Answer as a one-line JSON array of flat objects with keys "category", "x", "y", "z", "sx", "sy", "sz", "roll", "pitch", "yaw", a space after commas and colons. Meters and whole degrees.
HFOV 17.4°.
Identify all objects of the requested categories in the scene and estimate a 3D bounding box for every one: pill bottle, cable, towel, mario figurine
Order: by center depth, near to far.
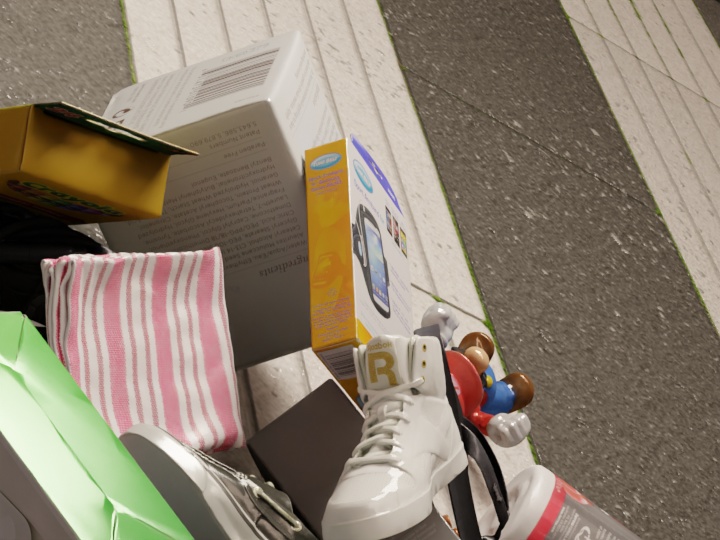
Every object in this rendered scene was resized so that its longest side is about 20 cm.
[{"category": "towel", "x": -0.140, "y": 0.059, "z": 1.584, "sx": 0.200, "sy": 0.030, "sz": 0.147, "roll": -4, "pitch": 87, "yaw": -59}, {"category": "cable", "x": -0.228, "y": 0.017, "z": 1.597, "sx": 0.199, "sy": 0.051, "sz": 0.163, "roll": -6, "pitch": 47, "yaw": -49}, {"category": "pill bottle", "x": 0.185, "y": 0.252, "z": 1.842, "sx": 0.200, "sy": 0.111, "sz": 0.111, "roll": 37, "pitch": 23, "yaw": -7}, {"category": "mario figurine", "x": 0.099, "y": 0.089, "z": 2.010, "sx": 0.123, "sy": 0.107, "sz": 0.200, "roll": 9, "pitch": 7, "yaw": 18}]

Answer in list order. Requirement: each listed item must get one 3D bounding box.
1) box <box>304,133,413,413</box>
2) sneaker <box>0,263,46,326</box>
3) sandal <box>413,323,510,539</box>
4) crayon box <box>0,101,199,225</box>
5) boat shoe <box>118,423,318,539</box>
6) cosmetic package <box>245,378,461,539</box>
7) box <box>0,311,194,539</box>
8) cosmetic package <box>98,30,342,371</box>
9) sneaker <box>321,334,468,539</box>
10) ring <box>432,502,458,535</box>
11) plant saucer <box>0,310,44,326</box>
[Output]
[{"category": "box", "x": 0.000, "y": 0.000, "z": 1.709, "sx": 0.119, "sy": 0.041, "sz": 0.201, "roll": 54, "pitch": 25, "yaw": -50}, {"category": "sneaker", "x": -0.246, "y": 0.009, "z": 1.695, "sx": 0.200, "sy": 0.076, "sz": 0.091, "roll": 36, "pitch": 17, "yaw": -12}, {"category": "sandal", "x": 0.080, "y": 0.137, "z": 1.709, "sx": 0.076, "sy": 0.043, "sz": 0.201, "roll": -101, "pitch": 179, "yaw": -81}, {"category": "crayon box", "x": -0.224, "y": -0.072, "z": 1.637, "sx": 0.127, "sy": 0.199, "sz": 0.051, "roll": 19, "pitch": 75, "yaw": -40}, {"category": "boat shoe", "x": -0.077, "y": 0.170, "z": 1.522, "sx": 0.200, "sy": 0.071, "sz": 0.064, "roll": 46, "pitch": 45, "yaw": 0}, {"category": "cosmetic package", "x": 0.011, "y": 0.187, "z": 1.686, "sx": 0.200, "sy": 0.090, "sz": 0.107, "roll": 47, "pitch": -11, "yaw": 26}, {"category": "box", "x": -0.213, "y": 0.155, "z": 1.338, "sx": 0.200, "sy": 0.177, "sz": 0.096, "roll": 50, "pitch": 25, "yaw": 24}, {"category": "cosmetic package", "x": -0.095, "y": -0.048, "z": 1.805, "sx": 0.165, "sy": 0.164, "sz": 0.201, "roll": -73, "pitch": 144, "yaw": -66}, {"category": "sneaker", "x": 0.012, "y": 0.104, "z": 1.554, "sx": 0.200, "sy": 0.073, "sz": 0.116, "roll": -40, "pitch": 119, "yaw": -69}, {"category": "ring", "x": 0.040, "y": 0.134, "z": 1.807, "sx": 0.200, "sy": 0.019, "sz": 0.202, "roll": 160, "pitch": -90, "yaw": -88}, {"category": "plant saucer", "x": -0.219, "y": 0.110, "z": 1.572, "sx": 0.200, "sy": 0.050, "sz": 0.200, "roll": 33, "pitch": 24, "yaw": -16}]
